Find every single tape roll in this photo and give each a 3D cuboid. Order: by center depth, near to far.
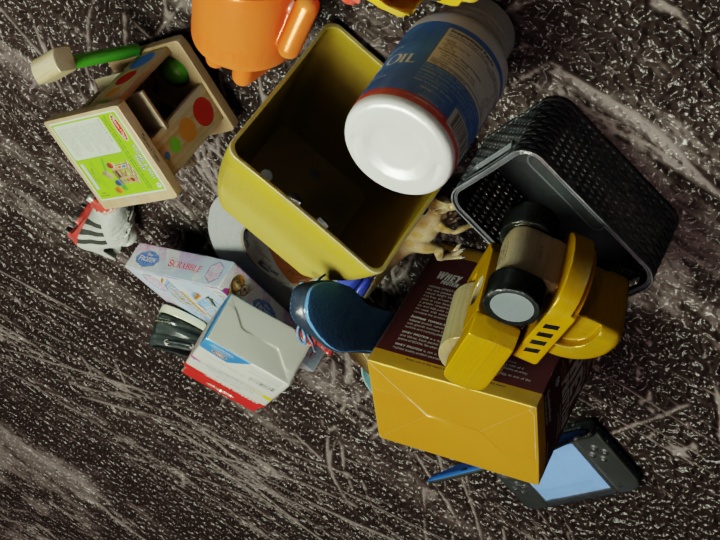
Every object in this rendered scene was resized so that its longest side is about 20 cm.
[{"bbox_3d":[-0.083,-0.042,1.682,0.200,0.066,0.201,19,139,18],"label":"tape roll"}]

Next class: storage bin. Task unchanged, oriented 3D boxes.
[{"bbox_3d":[0.211,-0.062,1.438,0.200,0.094,0.135,43,140,-13],"label":"storage bin"}]

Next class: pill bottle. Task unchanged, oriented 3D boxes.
[{"bbox_3d":[0.074,-0.174,1.328,0.112,0.200,0.112,18,139,17],"label":"pill bottle"}]

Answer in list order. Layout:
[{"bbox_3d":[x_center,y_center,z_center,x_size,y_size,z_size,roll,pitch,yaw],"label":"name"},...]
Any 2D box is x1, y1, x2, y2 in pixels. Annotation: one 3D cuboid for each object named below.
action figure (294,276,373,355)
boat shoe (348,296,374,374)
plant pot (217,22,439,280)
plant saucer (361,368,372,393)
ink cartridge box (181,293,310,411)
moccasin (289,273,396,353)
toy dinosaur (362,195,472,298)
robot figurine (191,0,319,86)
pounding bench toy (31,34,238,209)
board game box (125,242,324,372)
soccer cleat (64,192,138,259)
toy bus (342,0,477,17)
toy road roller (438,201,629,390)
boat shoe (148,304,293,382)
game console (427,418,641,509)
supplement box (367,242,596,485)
[{"bbox_3d":[0.000,0.000,1.596,0.052,0.200,0.065,40,-175,40],"label":"action figure"},{"bbox_3d":[0.009,0.074,1.691,0.073,0.063,0.200,61,174,-19],"label":"boat shoe"},{"bbox_3d":[-0.039,-0.104,1.501,0.200,0.200,0.176,39,152,-8],"label":"plant pot"},{"bbox_3d":[0.098,0.145,1.762,0.199,0.027,0.200,16,148,11],"label":"plant saucer"},{"bbox_3d":[-0.144,0.106,1.715,0.116,0.067,0.200,30,159,-7],"label":"ink cartridge box"},{"bbox_3d":[-0.030,0.057,1.503,0.068,0.081,0.200,11,168,29],"label":"moccasin"},{"bbox_3d":[0.068,-0.039,1.543,0.200,0.101,0.058,-50,53,48],"label":"toy dinosaur"},{"bbox_3d":[-0.112,-0.283,1.410,0.116,0.144,0.200,-6,141,-13],"label":"robot figurine"},{"bbox_3d":[-0.258,-0.199,1.564,0.124,0.156,0.200,-6,127,40],"label":"pounding bench toy"},{"bbox_3d":[-0.171,0.046,1.779,0.199,0.041,0.200,11,154,45],"label":"board game box"},{"bbox_3d":[-0.319,-0.073,1.817,0.085,0.069,0.200,32,145,-13],"label":"soccer cleat"},{"bbox_3d":[0.031,-0.302,1.293,0.200,0.136,0.192,30,154,0],"label":"toy bus"},{"bbox_3d":[0.179,0.042,1.404,0.146,0.123,0.200,24,141,-6],"label":"toy road roller"},{"bbox_3d":[-0.187,0.119,1.821,0.199,0.066,0.075,30,163,-2],"label":"boat shoe"},{"bbox_3d":[0.218,0.265,1.754,0.200,0.118,0.171,-22,116,46],"label":"game console"},{"bbox_3d":[0.143,0.099,1.565,0.197,0.200,0.133,14,138,22],"label":"supplement box"}]
